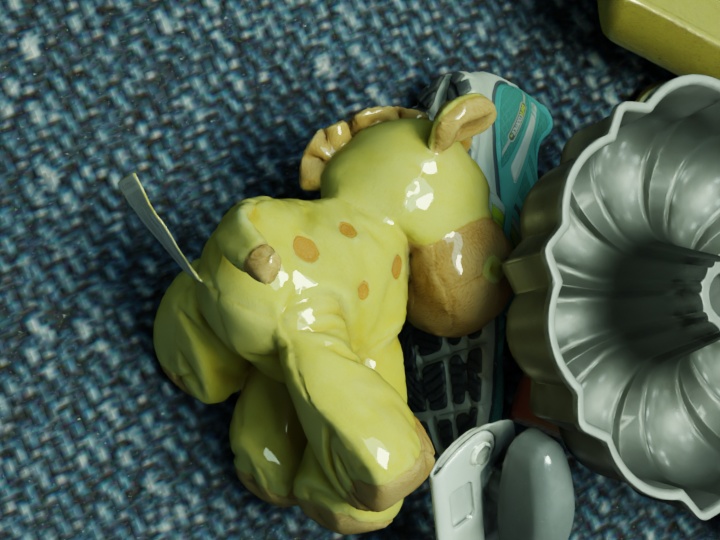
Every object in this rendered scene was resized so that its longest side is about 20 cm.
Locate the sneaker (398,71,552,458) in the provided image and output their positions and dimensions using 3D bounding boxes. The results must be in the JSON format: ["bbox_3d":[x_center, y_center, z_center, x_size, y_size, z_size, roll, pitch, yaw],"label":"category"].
[{"bbox_3d":[0.067,-0.002,1.096,0.079,0.077,0.202,12,77,-33],"label":"sneaker"}]

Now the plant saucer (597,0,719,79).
[{"bbox_3d":[0.194,-0.157,1.155,0.199,0.048,0.201,24,41,-22],"label":"plant saucer"}]

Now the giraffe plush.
[{"bbox_3d":[0.000,0.000,1.004,0.162,0.172,0.201,-37,115,-26],"label":"giraffe plush"}]

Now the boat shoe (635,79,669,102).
[{"bbox_3d":[0.181,-0.008,1.154,0.073,0.065,0.202,-1,83,-26],"label":"boat shoe"}]

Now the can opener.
[{"bbox_3d":[0.065,0.156,1.026,0.052,0.066,0.201,-29,135,-29],"label":"can opener"}]

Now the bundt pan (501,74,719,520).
[{"bbox_3d":[0.149,0.013,0.998,0.200,0.076,0.204,2,85,-28],"label":"bundt pan"}]

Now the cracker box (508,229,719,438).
[{"bbox_3d":[0.189,0.045,1.089,0.199,0.058,0.135,20,85,5],"label":"cracker box"}]
